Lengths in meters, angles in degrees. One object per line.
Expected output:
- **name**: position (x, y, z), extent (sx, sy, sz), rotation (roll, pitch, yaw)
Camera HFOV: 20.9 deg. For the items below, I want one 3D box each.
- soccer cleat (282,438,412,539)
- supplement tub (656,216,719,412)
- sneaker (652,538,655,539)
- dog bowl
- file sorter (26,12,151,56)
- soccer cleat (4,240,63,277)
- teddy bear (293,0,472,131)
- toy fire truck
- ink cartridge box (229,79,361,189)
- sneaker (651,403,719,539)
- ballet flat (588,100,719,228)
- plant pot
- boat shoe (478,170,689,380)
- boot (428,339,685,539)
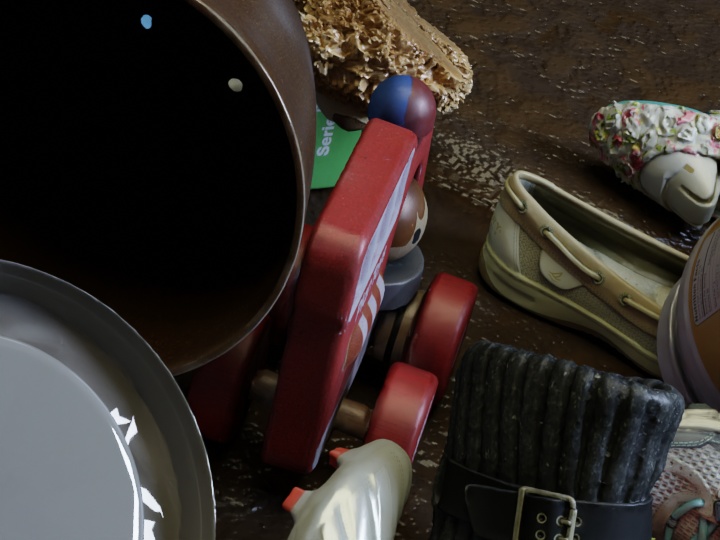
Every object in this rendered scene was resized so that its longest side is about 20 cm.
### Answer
- **soccer cleat**: position (-0.019, 0.155, 0.800), extent (0.077, 0.070, 0.200), rotation (23, 52, 16)
- **supplement tub**: position (0.244, 0.011, 0.956), extent (0.143, 0.200, 0.146), rotation (8, 65, -17)
- **sneaker**: position (0.125, 0.150, 0.890), extent (0.199, 0.077, 0.085), rotation (38, 22, 20)
- **dog bowl**: position (-0.158, 0.098, 0.766), extent (0.198, 0.059, 0.202), rotation (10, 69, -28)
- **file sorter**: position (-0.166, -0.178, 1.009), extent (0.138, 0.123, 0.200), rotation (26, 40, 17)
- **soccer cleat**: position (-0.162, 0.034, 0.901), extent (0.068, 0.086, 0.201), rotation (7, 37, -13)
- **teddy bear**: position (-0.008, -0.133, 1.054), extent (0.145, 0.067, 0.201), rotation (28, 22, -42)
- **toy fire truck**: position (0.000, 0.000, 0.938), extent (0.111, 0.169, 0.200), rotation (20, 36, 5)
- **ink cartridge box**: position (-0.115, -0.111, 1.112), extent (0.198, 0.084, 0.147), rotation (-8, 42, -28)
- **sneaker**: position (0.198, 0.128, 0.928), extent (0.198, 0.078, 0.087), rotation (14, 42, -1)
- **ballet flat**: position (0.231, -0.050, 1.181), extent (0.198, 0.076, 0.064), rotation (16, 51, 5)
- **plant pot**: position (-0.095, -0.080, 0.882), extent (0.185, 0.188, 0.200), rotation (18, 27, 3)
- **boat shoe**: position (0.164, 0.009, 1.079), extent (0.199, 0.064, 0.073), rotation (25, 37, 12)
- **boot**: position (0.115, 0.125, 0.801), extent (0.209, 0.159, 0.079), rotation (19, -7, 19)
